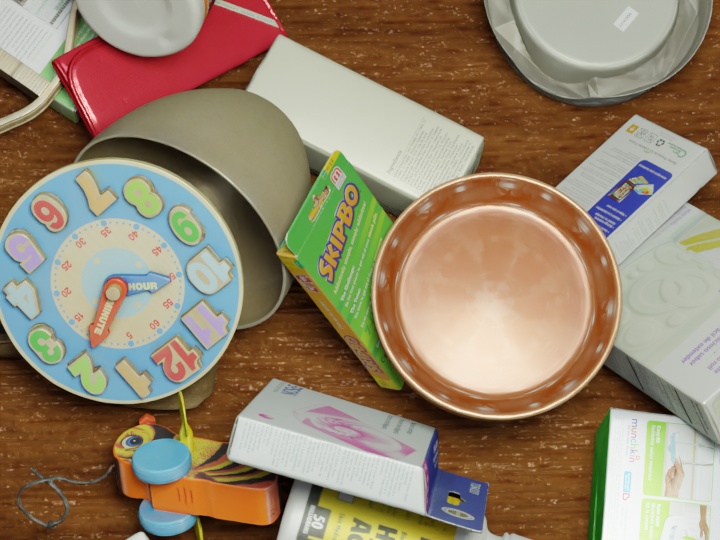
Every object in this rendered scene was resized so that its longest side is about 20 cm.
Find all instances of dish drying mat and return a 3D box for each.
[{"bbox_3d":[-0.160,-0.188,1.740,0.199,0.018,0.077,-30,92,-24],"label":"dish drying mat"}]

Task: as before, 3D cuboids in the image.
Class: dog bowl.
[{"bbox_3d":[0.202,-0.233,1.769,0.199,0.059,0.201,0,75,-1],"label":"dog bowl"}]

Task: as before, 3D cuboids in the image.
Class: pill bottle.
[{"bbox_3d":[-0.156,-0.283,1.716,0.114,0.114,0.201,18,49,4],"label":"pill bottle"},{"bbox_3d":[0.035,0.225,1.608,0.199,0.111,0.112,16,74,3],"label":"pill bottle"}]

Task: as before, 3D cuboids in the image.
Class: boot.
[{"bbox_3d":[-0.215,0.076,1.670,0.199,0.074,0.076,3,106,10],"label":"boot"}]

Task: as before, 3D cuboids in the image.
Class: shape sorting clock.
[{"bbox_3d":[-0.190,0.011,1.590,0.199,0.039,0.201,1,111,1],"label":"shape sorting clock"}]

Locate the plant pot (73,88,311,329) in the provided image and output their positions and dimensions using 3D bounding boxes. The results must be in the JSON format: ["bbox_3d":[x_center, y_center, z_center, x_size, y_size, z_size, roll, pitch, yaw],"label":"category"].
[{"bbox_3d":[-0.118,-0.071,1.663,0.200,0.201,0.135,29,51,7],"label":"plant pot"}]

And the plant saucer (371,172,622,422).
[{"bbox_3d":[0.107,0.022,1.622,0.199,0.032,0.201,0,75,-1],"label":"plant saucer"}]

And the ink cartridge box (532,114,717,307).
[{"bbox_3d":[0.195,-0.044,1.702,0.200,0.037,0.095,-40,39,-13],"label":"ink cartridge box"}]

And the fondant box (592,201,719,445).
[{"bbox_3d":[0.271,0.036,1.638,0.144,0.058,0.200,-39,40,-11],"label":"fondant box"}]

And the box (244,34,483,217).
[{"bbox_3d":[-0.001,-0.113,1.725,0.199,0.068,0.082,28,75,7],"label":"box"}]

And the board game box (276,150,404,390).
[{"bbox_3d":[0.000,0.000,1.632,0.030,0.200,0.096,8,58,36],"label":"board game box"}]

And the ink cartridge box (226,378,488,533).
[{"bbox_3d":[0.007,0.140,1.588,0.199,0.196,0.044,15,96,3],"label":"ink cartridge box"}]

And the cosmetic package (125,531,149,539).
[{"bbox_3d":[-0.203,0.329,1.545,0.199,0.165,0.165,-30,76,-10],"label":"cosmetic package"}]

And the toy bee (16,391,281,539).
[{"bbox_3d":[-0.155,0.149,1.625,0.199,0.131,0.109,19,31,-3],"label":"toy bee"}]

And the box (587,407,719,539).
[{"bbox_3d":[0.271,0.223,1.622,0.175,0.097,0.201,6,74,0],"label":"box"}]

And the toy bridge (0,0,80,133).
[{"bbox_3d":[-0.287,-0.164,1.719,0.067,0.027,0.200,34,77,6],"label":"toy bridge"}]

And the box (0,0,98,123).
[{"bbox_3d":[-0.286,-0.239,1.772,0.200,0.036,0.145,33,76,9],"label":"box"}]
